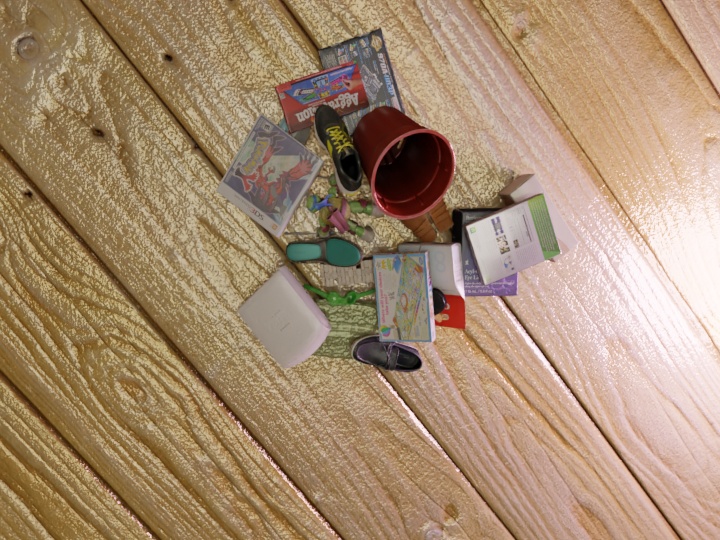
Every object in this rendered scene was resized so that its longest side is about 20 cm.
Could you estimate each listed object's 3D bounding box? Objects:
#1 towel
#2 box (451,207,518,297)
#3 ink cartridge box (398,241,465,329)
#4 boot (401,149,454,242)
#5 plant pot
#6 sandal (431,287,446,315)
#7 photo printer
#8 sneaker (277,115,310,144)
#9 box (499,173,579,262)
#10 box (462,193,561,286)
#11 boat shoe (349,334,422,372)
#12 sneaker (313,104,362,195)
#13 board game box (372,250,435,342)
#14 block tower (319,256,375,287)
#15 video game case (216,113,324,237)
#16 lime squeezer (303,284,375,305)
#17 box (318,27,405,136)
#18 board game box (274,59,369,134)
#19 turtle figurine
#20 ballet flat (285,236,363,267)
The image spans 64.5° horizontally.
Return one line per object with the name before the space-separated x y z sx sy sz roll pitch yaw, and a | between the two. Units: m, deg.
towel | -0.036 0.146 1.411 0.192 0.037 0.154 3 99 -6
box | 0.298 -0.046 1.374 0.142 0.104 0.208 -2 99 -3
ink cartridge box | 0.169 0.037 1.356 0.047 0.157 0.208 -14 103 -46
boot | 0.180 -0.173 1.365 0.198 0.074 0.156 -38 98 14
plant pot | 0.078 -0.253 1.260 0.194 0.197 0.206 -13 129 -16
sandal | 0.120 0.109 1.367 0.076 0.048 0.200 51 127 4
photo printer | -0.176 0.119 1.358 0.165 0.069 0.202 -39 90 14
sneaker | -0.200 -0.276 1.332 0.082 0.074 0.201 44 99 21
box | 0.429 -0.128 1.378 0.077 0.095 0.202 -37 98 2
box | 0.346 -0.071 1.304 0.194 0.036 0.149 -21 99 0
boat shoe | 0.067 0.206 1.389 0.194 0.062 0.077 15 98 -23
sneaker | -0.039 -0.268 1.236 0.073 0.084 0.205 -25 93 -14
board game box | 0.102 0.061 1.327 0.130 0.034 0.208 -1 99 23
block tower | 0.000 0.000 1.384 0.193 0.054 0.060 -8 100 -3
video game case | -0.204 -0.212 1.282 0.180 0.023 0.203 35 98 4
lime squeezer | -0.041 0.061 1.382 0.192 0.071 0.039 1 104 -4
box | 0.003 -0.432 1.326 0.154 0.046 0.206 -19 99 -2
board game box | -0.083 -0.387 1.271 0.195 0.019 0.106 -23 101 -14
turtle figurine | -0.055 -0.147 1.350 0.189 0.198 0.149 16 74 -26
ballet flat | -0.080 -0.046 1.349 0.193 0.075 0.071 2 97 16
